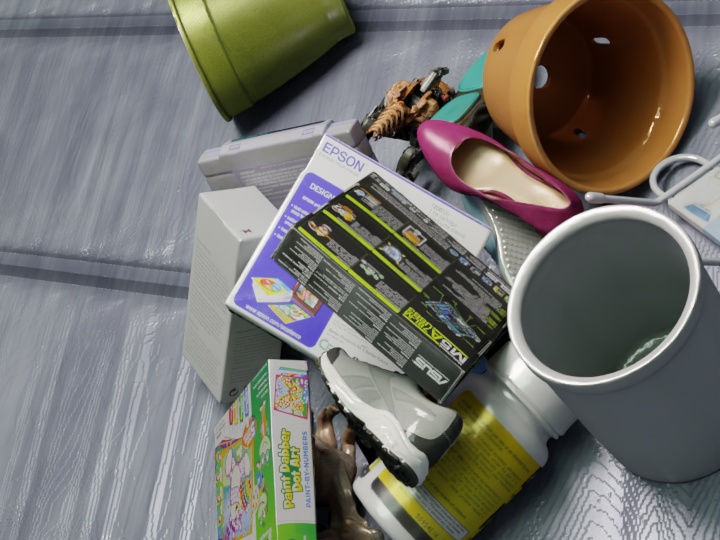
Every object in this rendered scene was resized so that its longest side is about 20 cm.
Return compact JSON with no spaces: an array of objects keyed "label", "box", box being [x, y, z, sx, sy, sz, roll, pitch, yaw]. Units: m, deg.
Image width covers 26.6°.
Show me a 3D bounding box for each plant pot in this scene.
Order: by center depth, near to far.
[{"label":"plant pot","box":[0.213,-0.186,1.523,0.201,0.200,0.140,-52,29,-8]},{"label":"plant pot","box":[-0.114,-0.310,1.845,0.191,0.201,0.202,-22,48,4]}]

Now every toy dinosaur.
[{"label":"toy dinosaur","box":[-0.048,0.205,1.501,0.200,0.085,0.137,-142,56,-62]},{"label":"toy dinosaur","box":[0.042,-0.162,1.634,0.102,0.199,0.136,45,114,28]}]

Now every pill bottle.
[{"label":"pill bottle","box":[0.099,0.168,1.393,0.200,0.114,0.114,-45,45,0]}]

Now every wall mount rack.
[{"label":"wall mount rack","box":[0.316,-0.061,1.411,0.173,0.075,0.200,-33,44,-12]}]

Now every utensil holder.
[{"label":"utensil holder","box":[0.242,0.067,1.302,0.168,0.200,0.172,-18,51,24]}]

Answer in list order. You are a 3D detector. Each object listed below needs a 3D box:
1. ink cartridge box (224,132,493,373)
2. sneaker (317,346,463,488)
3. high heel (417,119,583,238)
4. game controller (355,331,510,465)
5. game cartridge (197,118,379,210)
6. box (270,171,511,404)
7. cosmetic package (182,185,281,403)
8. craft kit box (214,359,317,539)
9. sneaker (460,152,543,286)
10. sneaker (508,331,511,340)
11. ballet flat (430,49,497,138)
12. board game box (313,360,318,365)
[{"label":"ink cartridge box","box":[0.000,0.000,1.497,0.197,0.043,0.201,30,82,4]},{"label":"sneaker","box":[0.026,0.120,1.370,0.079,0.074,0.200,-38,35,-9]},{"label":"high heel","box":[0.133,-0.099,1.464,0.199,0.096,0.068,34,78,17]},{"label":"game controller","box":[0.079,0.116,1.495,0.200,0.042,0.105,-41,45,3]},{"label":"game cartridge","box":[-0.064,-0.089,1.601,0.198,0.131,0.038,-8,29,32]},{"label":"box","box":[0.041,0.009,1.384,0.199,0.193,0.048,40,121,6]},{"label":"cosmetic package","box":[-0.129,0.026,1.602,0.071,0.202,0.101,-10,36,-30]},{"label":"craft kit box","box":[-0.092,0.212,1.439,0.200,0.048,0.200,129,139,-58]},{"label":"sneaker","box":[0.158,-0.029,1.534,0.073,0.082,0.202,-17,67,-7]},{"label":"sneaker","box":[0.214,0.016,1.404,0.086,0.074,0.199,33,46,25]},{"label":"ballet flat","box":[0.128,-0.173,1.634,0.067,0.069,0.200,-2,34,37]},{"label":"board game box","box":[-0.006,0.020,1.611,0.165,0.057,0.200,-47,44,0]}]
